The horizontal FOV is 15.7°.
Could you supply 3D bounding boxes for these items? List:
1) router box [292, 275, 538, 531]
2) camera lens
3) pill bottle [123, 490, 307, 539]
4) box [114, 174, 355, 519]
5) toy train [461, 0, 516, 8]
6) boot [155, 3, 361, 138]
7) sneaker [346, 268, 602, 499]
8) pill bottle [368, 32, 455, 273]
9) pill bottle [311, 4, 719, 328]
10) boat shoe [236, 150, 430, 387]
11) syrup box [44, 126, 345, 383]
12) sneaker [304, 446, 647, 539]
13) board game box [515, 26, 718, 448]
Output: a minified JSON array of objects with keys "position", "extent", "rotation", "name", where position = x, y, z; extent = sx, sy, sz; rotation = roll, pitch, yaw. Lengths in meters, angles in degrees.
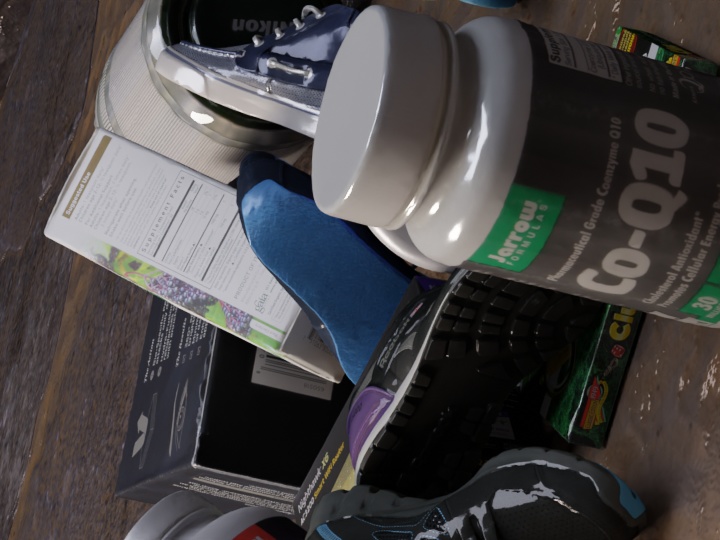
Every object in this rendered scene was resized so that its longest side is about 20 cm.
[{"position":[0.030,0.128,1.446],"extent":[0.157,0.052,0.200],"rotation":[-104,31,-44],"name":"router box"},{"position":[-0.102,-0.139,1.924],"extent":[0.200,0.160,0.160],"rotation":[136,144,-61],"name":"camera lens"},{"position":[-0.036,0.199,1.362],"extent":[0.112,0.200,0.113],"rotation":[-43,-27,-29],"name":"pill bottle"},{"position":[-0.070,0.058,1.741],"extent":[0.200,0.117,0.197],"rotation":[153,129,-68],"name":"box"},{"position":[0.038,-0.207,1.502],"extent":[0.085,0.200,0.116],"rotation":[17,108,34],"name":"toy train"},{"position":[-0.041,-0.141,1.750],"extent":[0.073,0.200,0.090],"rotation":[10,-79,-64],"name":"boot"},{"position":[0.050,0.024,1.318],"extent":[0.200,0.076,0.088],"rotation":[-54,29,21],"name":"sneaker"},{"position":[0.048,-0.069,1.427],"extent":[0.200,0.120,0.120],"rotation":[-108,33,-82],"name":"pill bottle"},{"position":[0.087,-0.048,1.163],"extent":[0.113,0.200,0.113],"rotation":[-167,90,-74],"name":"pill bottle"},{"position":[0.000,0.000,1.478],"extent":[0.084,0.200,0.069],"rotation":[-29,39,5],"name":"boat shoe"},{"position":[-0.089,-0.011,1.600],"extent":[0.200,0.079,0.082],"rotation":[24,86,32],"name":"syrup box"},{"position":[0.050,0.143,1.255],"extent":[0.200,0.073,0.082],"rotation":[-18,35,39],"name":"sneaker"},{"position":[0.126,-0.019,1.325],"extent":[0.105,0.023,0.200],"rotation":[-138,63,-69],"name":"board game box"}]
